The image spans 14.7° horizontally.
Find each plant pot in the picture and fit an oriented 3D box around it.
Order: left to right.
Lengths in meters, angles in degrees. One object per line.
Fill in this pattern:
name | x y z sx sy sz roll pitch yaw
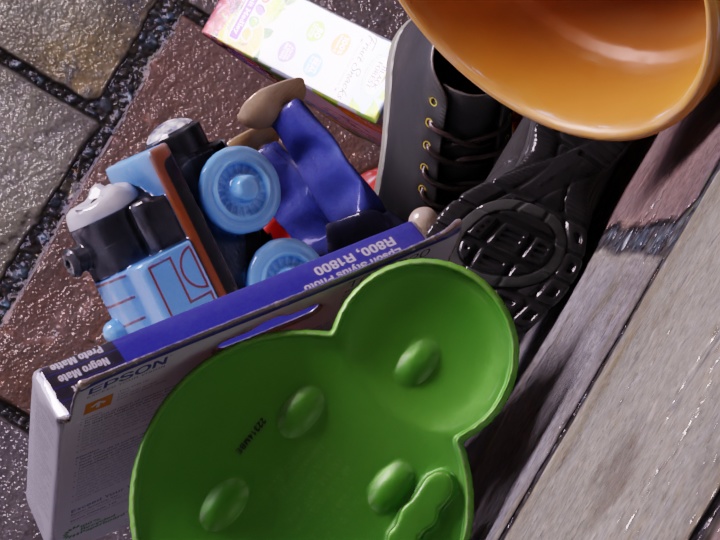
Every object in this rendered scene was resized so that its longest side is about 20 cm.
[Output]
plant pot | 0.129 -0.192 1.269 0.183 0.200 0.200 -43 -6 -31

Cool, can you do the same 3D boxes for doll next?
doll | 0.000 0.000 1.462 0.048 0.200 0.137 -23 -21 -36

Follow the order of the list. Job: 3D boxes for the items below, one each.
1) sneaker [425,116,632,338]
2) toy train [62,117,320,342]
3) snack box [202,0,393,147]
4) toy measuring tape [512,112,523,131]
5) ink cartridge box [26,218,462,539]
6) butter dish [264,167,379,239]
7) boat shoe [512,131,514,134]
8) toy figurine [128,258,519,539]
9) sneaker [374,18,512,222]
sneaker | 0.090 -0.030 1.405 0.200 0.076 0.091 -54 -8 -13
toy train | -0.077 0.024 1.436 0.114 0.200 0.087 -29 7 -26
snack box | 0.014 -0.105 1.681 0.200 0.142 0.053 29 -91 -58
toy measuring tape | 0.107 -0.086 1.545 0.074 0.073 0.200 -61 1 -20
ink cartridge box | -0.059 0.045 1.299 0.199 0.041 0.200 -22 -22 -20
butter dish | -0.005 0.013 1.640 0.200 0.148 0.199 -61 3 -14
boat shoe | 0.127 -0.127 1.586 0.200 0.072 0.060 115 167 -47
toy figurine | -0.005 0.090 1.289 0.200 0.150 0.184 -52 -7 -3
sneaker | 0.048 -0.047 1.467 0.106 0.075 0.201 146 121 -79
